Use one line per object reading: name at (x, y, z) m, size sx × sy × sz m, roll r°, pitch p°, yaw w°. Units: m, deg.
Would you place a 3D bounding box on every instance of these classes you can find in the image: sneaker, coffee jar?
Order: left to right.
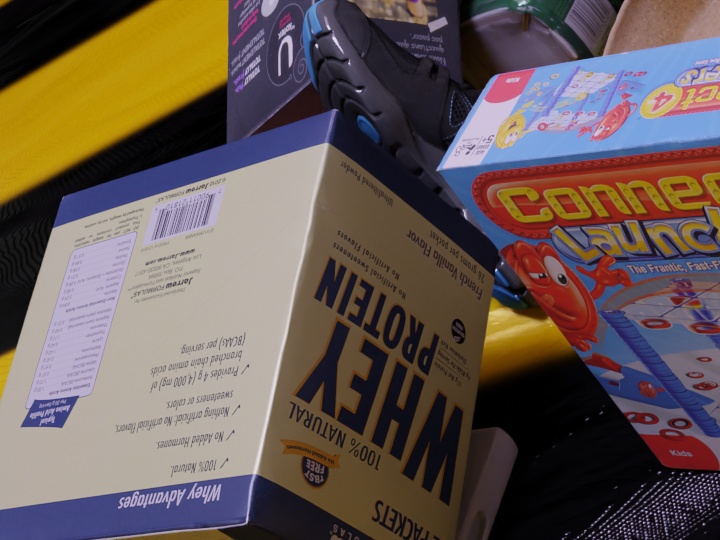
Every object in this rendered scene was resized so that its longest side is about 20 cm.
sneaker at (0.048, -0.075, 0.889) m, size 0.082 × 0.200 × 0.073 m, roll -42°, pitch 6°, yaw -13°
coffee jar at (0.140, -0.200, 1.040) m, size 0.104 × 0.085 × 0.201 m, roll -14°, pitch 38°, yaw 53°

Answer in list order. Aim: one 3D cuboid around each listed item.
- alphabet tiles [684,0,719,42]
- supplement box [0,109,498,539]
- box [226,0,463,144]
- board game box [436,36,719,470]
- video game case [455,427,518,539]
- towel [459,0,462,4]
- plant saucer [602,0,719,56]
alphabet tiles at (0.211, -0.113, 0.786) m, size 0.196 × 0.015 × 0.201 m, roll -42°, pitch 52°, yaw 52°
supplement box at (-0.061, 0.061, 0.787) m, size 0.199 × 0.134 × 0.201 m, roll -13°, pitch 54°, yaw 39°
box at (-0.013, -0.174, 1.008) m, size 0.122 × 0.105 × 0.202 m, roll -32°, pitch 54°, yaw 55°
board game box at (0.162, 0.001, 0.636) m, size 0.199 × 0.196 × 0.056 m, roll -4°, pitch 46°, yaw 48°
video game case at (-0.030, 0.165, 0.815) m, size 0.199 × 0.024 × 0.183 m, roll -14°, pitch 39°, yaw 40°
towel at (0.034, -0.185, 1.120) m, size 0.200 × 0.034 × 0.133 m, roll -96°, pitch 26°, yaw -64°
plant saucer at (0.184, -0.071, 0.780) m, size 0.200 × 0.035 × 0.202 m, roll -7°, pitch 82°, yaw 61°
